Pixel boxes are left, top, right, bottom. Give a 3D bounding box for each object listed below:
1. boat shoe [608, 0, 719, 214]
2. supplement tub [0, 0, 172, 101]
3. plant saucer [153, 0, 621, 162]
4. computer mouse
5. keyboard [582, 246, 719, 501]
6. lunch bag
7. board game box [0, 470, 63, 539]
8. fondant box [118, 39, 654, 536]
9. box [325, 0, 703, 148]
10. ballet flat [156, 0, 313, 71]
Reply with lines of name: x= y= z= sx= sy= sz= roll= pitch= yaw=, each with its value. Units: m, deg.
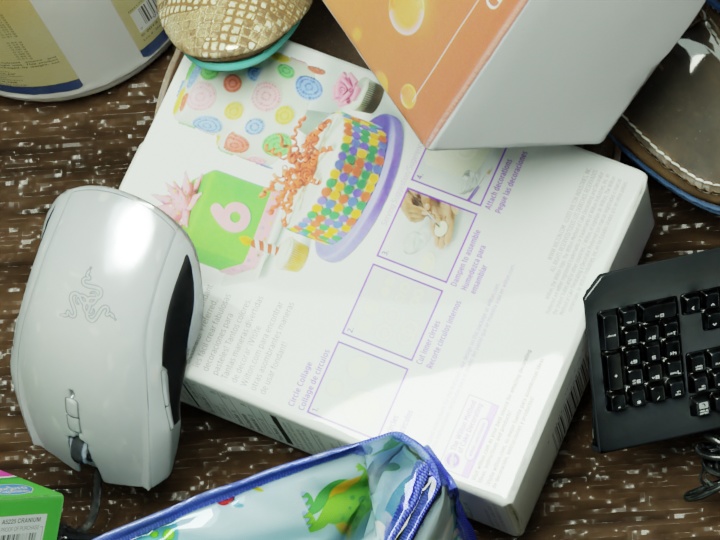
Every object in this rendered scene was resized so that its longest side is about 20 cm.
boat shoe: x=0.098 y=-0.102 z=1.187 sx=0.072 sy=0.072 sz=0.200 roll=-46 pitch=65 yaw=15
supplement tub: x=-0.147 y=-0.168 z=1.222 sx=0.144 sy=0.200 sz=0.145 roll=-3 pitch=71 yaw=8
plant saucer: x=0.012 y=-0.053 z=1.248 sx=0.199 sy=0.035 sz=0.201 roll=-2 pitch=73 yaw=8
computer mouse: x=-0.108 y=0.055 z=1.157 sx=0.109 sy=0.201 sz=0.044 roll=19 pitch=40 yaw=15
keyboard: x=0.187 y=0.035 z=1.152 sx=0.199 sy=0.040 sz=0.105 roll=-12 pitch=115 yaw=-11
lunch bag: x=-0.039 y=0.151 z=1.117 sx=0.200 sy=0.170 sz=0.128 roll=-38 pitch=70 yaw=-5
board game box: x=-0.239 y=0.082 z=1.148 sx=0.199 sy=0.153 sz=0.041 roll=17 pitch=99 yaw=35
fondant box: x=0.000 y=0.000 z=1.186 sx=0.199 sy=0.058 sz=0.145 roll=21 pitch=77 yaw=14
box: x=0.038 y=-0.160 z=1.109 sx=0.200 sy=0.097 sz=0.125 roll=56 pitch=130 yaw=28
ballet flat: x=-0.044 y=-0.155 z=1.218 sx=0.070 sy=0.066 sz=0.200 roll=2 pitch=33 yaw=6
